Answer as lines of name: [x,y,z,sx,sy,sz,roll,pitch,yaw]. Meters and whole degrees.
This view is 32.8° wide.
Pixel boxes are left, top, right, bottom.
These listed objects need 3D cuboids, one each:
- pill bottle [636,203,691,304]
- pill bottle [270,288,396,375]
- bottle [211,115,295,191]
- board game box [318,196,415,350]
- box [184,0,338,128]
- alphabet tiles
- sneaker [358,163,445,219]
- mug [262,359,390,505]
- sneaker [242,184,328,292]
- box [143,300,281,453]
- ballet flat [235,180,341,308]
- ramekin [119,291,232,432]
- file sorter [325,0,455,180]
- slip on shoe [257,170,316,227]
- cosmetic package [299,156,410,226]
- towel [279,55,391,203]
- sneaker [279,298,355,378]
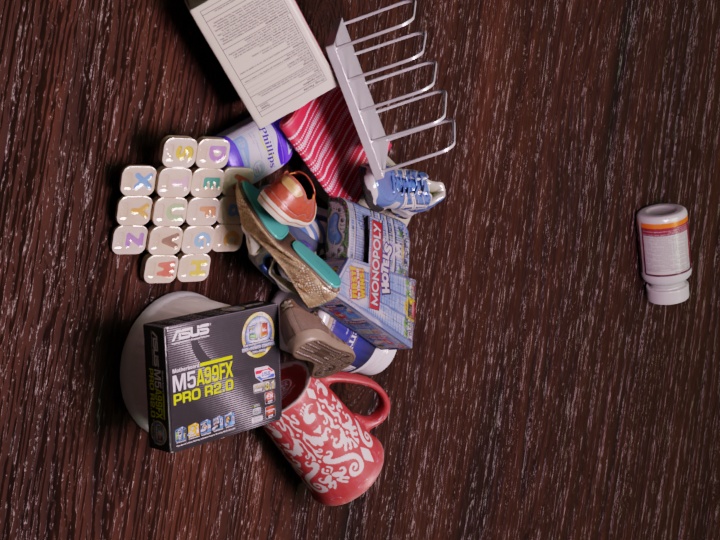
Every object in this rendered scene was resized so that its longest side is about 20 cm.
pill bottle: [0.659,-0.035,2.654,0.109,0.109,0.201,-28,116,-44]
pill bottle: [-0.038,0.089,1.840,0.200,0.115,0.116,26,75,-49]
bottle: [-0.136,-0.179,1.725,0.200,0.065,0.084,-36,120,-41]
board game box: [0.000,0.000,1.756,0.199,0.061,0.201,18,71,-51]
box: [-0.135,-0.316,1.638,0.127,0.109,0.200,-29,126,2]
alphabet tiles: [-0.231,-0.079,1.612,0.195,0.015,0.201,-2,112,-37]
sneaker: [0.059,-0.125,1.804,0.200,0.077,0.076,5,72,-64]
mug: [-0.061,0.221,1.829,0.200,0.133,0.178,54,49,-34]
sneaker: [-0.085,-0.021,1.769,0.200,0.080,0.147,31,52,-38]
box: [-0.186,0.132,1.574,0.199,0.044,0.161,-10,103,-49]
ballet flat: [-0.112,-0.028,1.635,0.200,0.065,0.070,49,22,3]
ramekin: [-0.216,0.132,1.648,0.200,0.097,0.202,-8,101,-49]
file sorter: [0.047,-0.256,1.705,0.139,0.124,0.201,-80,152,-63]
slip on shoe: [-0.086,-0.101,1.655,0.061,0.074,0.200,-45,177,8]
cosmetic package: [0.001,-0.134,1.889,0.200,0.071,0.106,42,63,-44]
towel: [-0.032,-0.194,1.770,0.200,0.022,0.145,53,57,-40]
sneaker: [-0.060,0.091,1.689,0.200,0.070,0.076,56,9,-69]
